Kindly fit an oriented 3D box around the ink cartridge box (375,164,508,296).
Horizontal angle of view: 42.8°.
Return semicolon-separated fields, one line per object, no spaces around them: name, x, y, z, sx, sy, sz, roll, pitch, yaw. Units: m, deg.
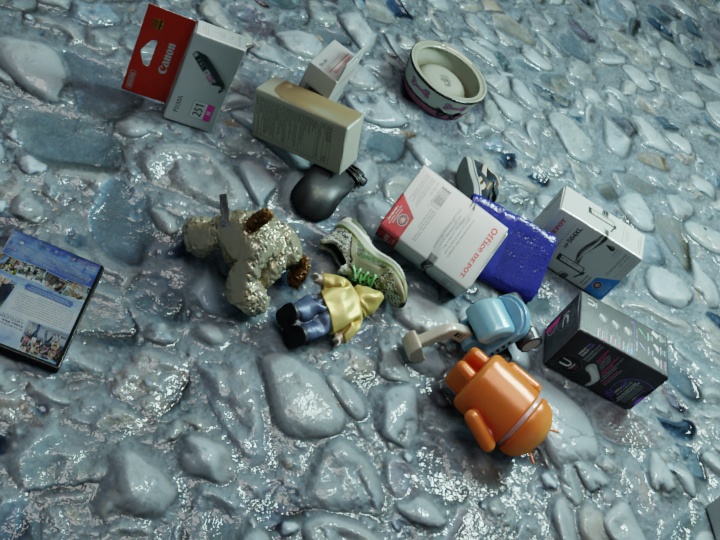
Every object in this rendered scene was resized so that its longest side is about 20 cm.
ink cartridge box;0.149;-0.070;1.690;0.199;0.084;0.145;37;78;3

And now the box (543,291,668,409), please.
box;0.458;0.150;1.712;0.198;0.123;0.107;28;43;-9

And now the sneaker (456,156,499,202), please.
sneaker;0.245;-0.153;1.875;0.078;0.079;0.202;18;45;-15

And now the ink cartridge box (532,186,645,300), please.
ink cartridge box;0.454;-0.055;1.874;0.198;0.146;0.085;30;44;-5

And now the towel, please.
towel;0.272;-0.042;1.782;0.198;0.050;0.149;25;85;-11

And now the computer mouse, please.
computer mouse;-0.064;-0.170;1.709;0.138;0.053;0.201;34;42;-3

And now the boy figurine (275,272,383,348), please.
boy figurine;-0.044;0.059;1.505;0.199;0.064;0.126;-20;85;-44

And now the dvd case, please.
dvd case;-0.460;0.041;1.294;0.141;0.018;0.201;24;43;-14

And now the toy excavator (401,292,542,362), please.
toy excavator;0.189;0.104;1.585;0.199;0.193;0.101;28;34;-52

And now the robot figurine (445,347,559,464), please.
robot figurine;0.232;0.223;1.510;0.200;0.117;0.144;43;15;9

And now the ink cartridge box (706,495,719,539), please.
ink cartridge box;0.708;0.493;1.600;0.144;0.084;0.202;17;45;-19

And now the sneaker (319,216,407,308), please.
sneaker;0.000;0.000;1.599;0.088;0.077;0.200;-29;65;-34

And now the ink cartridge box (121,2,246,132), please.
ink cartridge box;-0.311;-0.348;1.598;0.171;0.201;0.044;15;47;-21

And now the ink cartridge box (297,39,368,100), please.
ink cartridge box;-0.070;-0.360;1.764;0.066;0.201;0.116;35;42;0

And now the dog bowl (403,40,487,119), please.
dog bowl;0.185;-0.426;2.081;0.198;0.074;0.202;18;45;-19

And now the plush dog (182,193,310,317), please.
plush dog;-0.163;-0.045;1.486;0.200;0.161;0.171;48;20;14

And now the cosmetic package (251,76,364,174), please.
cosmetic package;-0.099;-0.270;1.697;0.198;0.106;0.071;27;41;16
